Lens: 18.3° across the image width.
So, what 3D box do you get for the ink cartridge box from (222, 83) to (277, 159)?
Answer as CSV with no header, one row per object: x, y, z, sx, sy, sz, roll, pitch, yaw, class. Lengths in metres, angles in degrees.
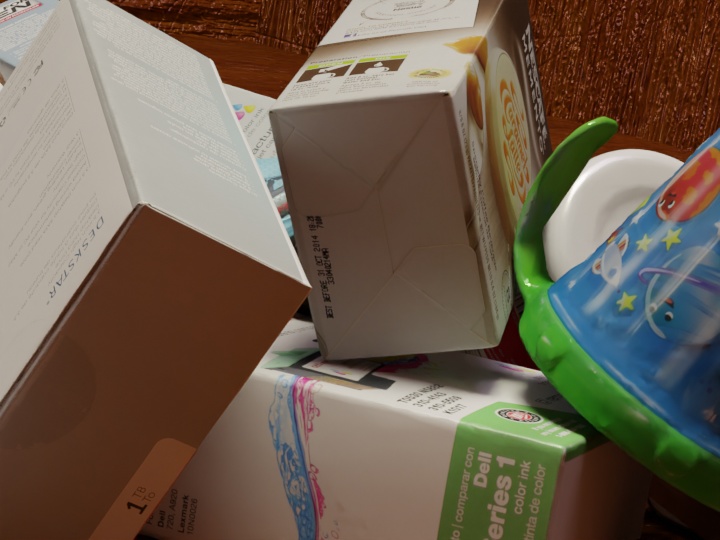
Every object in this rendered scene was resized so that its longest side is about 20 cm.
-0.093,-0.025,1.250,0.200,0.146,0.083,21,-18,50,ink cartridge box

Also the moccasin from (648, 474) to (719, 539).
0.196,0.098,0.991,0.074,0.078,0.201,-24,38,-21,moccasin

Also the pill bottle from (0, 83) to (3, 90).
-0.234,-0.066,1.144,0.109,0.110,0.200,6,10,-25,pill bottle

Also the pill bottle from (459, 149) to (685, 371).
0.107,0.021,1.160,0.112,0.113,0.200,7,-19,-19,pill bottle

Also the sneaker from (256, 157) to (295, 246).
-0.104,-0.038,1.034,0.199,0.096,0.079,-15,11,-8,sneaker

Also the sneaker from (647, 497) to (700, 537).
0.228,0.087,1.057,0.200,0.116,0.076,17,11,38,sneaker

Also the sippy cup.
0.156,0.011,0.914,0.178,0.130,0.140,33,16,-13,sippy cup

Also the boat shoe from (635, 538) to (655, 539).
0.199,0.136,0.901,0.201,0.061,0.072,14,11,23,boat shoe

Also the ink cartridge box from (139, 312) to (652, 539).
0.010,0.080,0.958,0.200,0.084,0.145,13,9,22,ink cartridge box

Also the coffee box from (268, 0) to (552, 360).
0.029,-0.054,0.989,0.080,0.115,0.200,-6,22,14,coffee box

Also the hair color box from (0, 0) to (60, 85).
-0.139,-0.073,1.174,0.061,0.099,0.200,-28,31,-22,hair color box

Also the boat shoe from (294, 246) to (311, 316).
0.000,0.000,1.109,0.072,0.065,0.200,15,-3,12,boat shoe

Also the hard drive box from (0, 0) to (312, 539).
-0.112,0.002,0.882,0.077,0.156,0.200,27,20,-27,hard drive box
